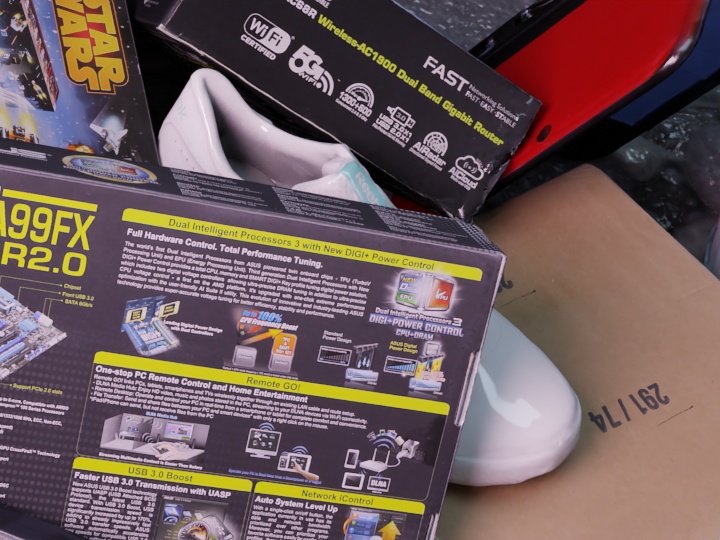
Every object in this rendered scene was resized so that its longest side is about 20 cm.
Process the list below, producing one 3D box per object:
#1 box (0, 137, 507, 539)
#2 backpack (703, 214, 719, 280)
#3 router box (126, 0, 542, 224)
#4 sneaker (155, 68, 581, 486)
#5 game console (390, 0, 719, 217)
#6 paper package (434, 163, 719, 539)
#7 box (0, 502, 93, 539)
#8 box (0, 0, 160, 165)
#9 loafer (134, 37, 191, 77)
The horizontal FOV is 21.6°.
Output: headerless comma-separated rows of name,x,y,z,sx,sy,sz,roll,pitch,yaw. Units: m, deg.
box,-0.066,0.048,0.637,0.200,0.160,0.044,9,13,-15
backpack,0.244,-0.042,0.861,0.126,0.200,0.167,30,30,9
router box,-0.028,-0.096,0.818,0.150,0.200,0.062,33,90,-20
sneaker,0.000,0.000,0.702,0.200,0.089,0.075,35,50,15
game console,0.119,-0.073,0.839,0.172,0.200,0.119,14,57,-37
paper package,0.073,0.074,0.783,0.200,0.104,0.191,-27,60,-30
box,-0.093,0.190,0.600,0.143,0.200,0.036,20,5,-1
box,-0.148,-0.053,0.713,0.137,0.040,0.200,0,61,-27
loafer,-0.143,-0.139,0.926,0.200,0.071,0.073,-6,52,-18
